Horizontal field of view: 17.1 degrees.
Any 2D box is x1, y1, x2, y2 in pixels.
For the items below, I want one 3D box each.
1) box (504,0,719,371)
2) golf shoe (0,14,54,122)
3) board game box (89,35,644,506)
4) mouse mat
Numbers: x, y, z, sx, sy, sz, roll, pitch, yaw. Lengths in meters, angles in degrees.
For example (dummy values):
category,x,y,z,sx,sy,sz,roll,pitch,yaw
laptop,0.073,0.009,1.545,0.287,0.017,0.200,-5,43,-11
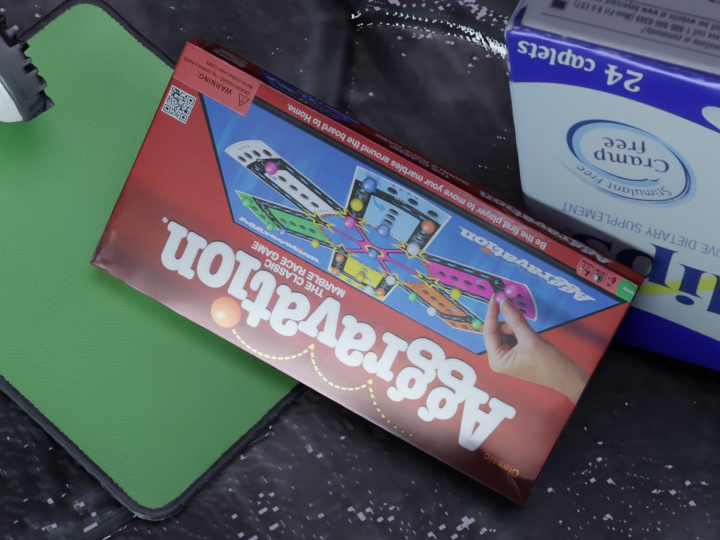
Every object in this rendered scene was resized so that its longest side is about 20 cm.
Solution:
category,x,y,z,sx,sy,sz,roll,pitch,yaw
box,0.163,-0.048,0.911,0.183,0.200,0.105,16,62,19
golf shoe,-0.220,-0.096,0.982,0.199,0.078,0.095,29,73,16
board game box,0.000,0.000,0.942,0.199,0.103,0.019,28,20,7
mouse mat,-0.099,-0.011,0.985,0.200,0.008,0.161,41,64,14
